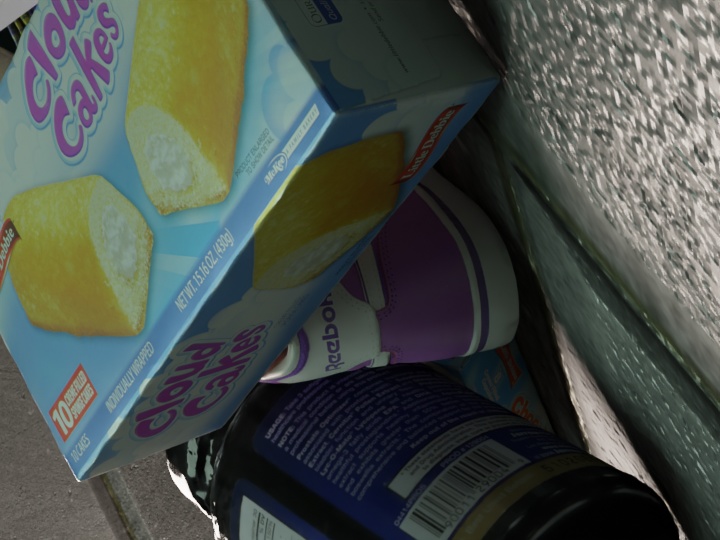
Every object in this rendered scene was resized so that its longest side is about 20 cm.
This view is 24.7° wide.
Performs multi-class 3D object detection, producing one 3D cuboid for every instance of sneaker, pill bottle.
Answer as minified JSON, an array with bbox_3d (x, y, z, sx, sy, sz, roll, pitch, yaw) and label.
[{"bbox_3d":[-0.029,-0.012,0.646,0.200,0.114,0.073,-141,40,-67],"label":"sneaker"},{"bbox_3d":[0.014,0.092,0.624,0.200,0.112,0.112,27,152,46],"label":"pill bottle"}]

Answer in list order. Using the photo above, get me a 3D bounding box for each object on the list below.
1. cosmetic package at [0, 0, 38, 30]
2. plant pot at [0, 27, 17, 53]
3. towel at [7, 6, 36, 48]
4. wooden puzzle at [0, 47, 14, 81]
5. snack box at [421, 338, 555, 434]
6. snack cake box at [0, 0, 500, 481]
[{"bbox_3d":[-0.148,-0.161,0.557,0.151,0.199,0.052,59,-157,-4],"label":"cosmetic package"},{"bbox_3d":[-0.210,-0.214,0.980,0.201,0.199,0.196,63,-178,-34],"label":"plant pot"},{"bbox_3d":[-0.160,-0.149,0.740,0.201,0.023,0.144,60,-178,3],"label":"towel"},{"bbox_3d":[-0.146,-0.048,0.897,0.184,0.046,0.200,28,155,-7],"label":"wooden puzzle"},{"bbox_3d":[0.041,0.084,0.756,0.116,0.037,0.201,16,145,40],"label":"snack box"},{"bbox_3d":[-0.056,-0.037,0.518,0.115,0.067,0.200,57,137,18],"label":"snack cake box"}]
